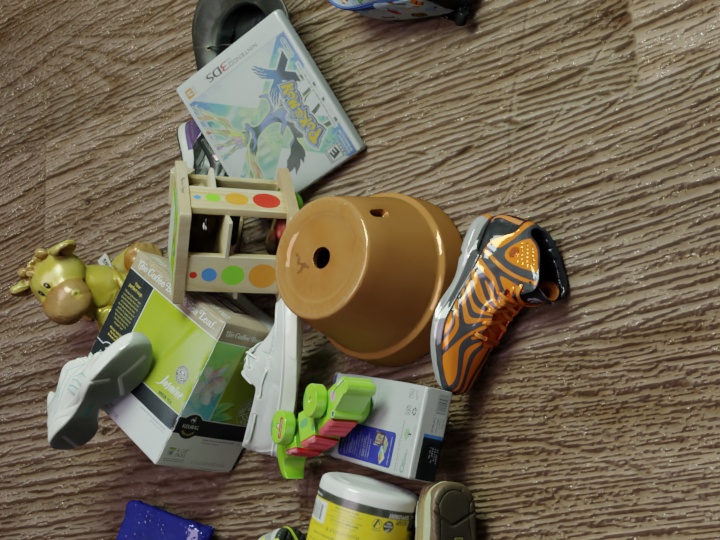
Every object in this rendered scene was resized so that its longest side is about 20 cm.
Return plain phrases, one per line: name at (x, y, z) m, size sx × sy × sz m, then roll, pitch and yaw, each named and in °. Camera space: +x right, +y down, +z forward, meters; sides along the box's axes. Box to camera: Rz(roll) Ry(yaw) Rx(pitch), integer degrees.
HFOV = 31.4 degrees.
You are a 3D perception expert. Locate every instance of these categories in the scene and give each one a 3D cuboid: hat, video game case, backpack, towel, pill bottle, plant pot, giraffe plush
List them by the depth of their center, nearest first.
pill bottle at (-0.011, 0.326, 1.373) m, size 0.111 × 0.111 × 0.201 m, roll 13°, pitch 89°, yaw 42°
plant pot at (0.000, 0.000, 1.432) m, size 0.200 × 0.140 × 0.201 m, roll -11°, pitch 72°, yaw 37°
backpack at (0.033, -0.382, 1.506) m, size 0.190 × 0.154 × 0.201 m, roll -6°, pitch 78°, yaw 50°
video game case at (-0.114, -0.190, 1.593) m, size 0.182 × 0.022 × 0.200 m, roll -32°, pitch 90°, yaw 29°
towel at (-0.259, 0.402, 1.613) m, size 0.147 × 0.050 × 0.201 m, roll 12°, pitch 86°, yaw 35°
hat at (-0.132, -0.288, 1.660) m, size 0.200 × 0.081 × 0.201 m, roll 3°, pitch 95°, yaw 42°
giraffe plush at (-0.369, 0.023, 1.723) m, size 0.200 × 0.162 × 0.173 m, roll 36°, pitch 103°, yaw 40°

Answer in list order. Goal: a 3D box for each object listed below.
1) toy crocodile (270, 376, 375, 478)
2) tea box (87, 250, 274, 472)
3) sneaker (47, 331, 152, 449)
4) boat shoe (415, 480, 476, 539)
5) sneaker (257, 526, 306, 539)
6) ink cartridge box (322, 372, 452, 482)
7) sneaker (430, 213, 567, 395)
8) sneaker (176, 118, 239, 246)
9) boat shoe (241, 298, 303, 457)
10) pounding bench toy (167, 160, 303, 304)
toy crocodile at (-0.043, 0.172, 1.421) m, size 0.200 × 0.067 × 0.062 m, roll -43°, pitch 45°, yaw 46°
tea box at (-0.218, 0.112, 1.592) m, size 0.200 × 0.133 × 0.197 m, roll 36°, pitch 103°, yaw 40°
sneaker at (-0.325, 0.130, 1.544) m, size 0.200 × 0.070 × 0.080 m, roll -45°, pitch 52°, yaw 26°
boat shoe at (0.084, 0.321, 1.334) m, size 0.076 × 0.071 × 0.201 m, roll 165°, pitch 112°, yaw -65°
sneaker at (-0.094, 0.398, 1.460) m, size 0.076 × 0.075 × 0.201 m, roll -25°, pitch 53°, yaw 41°
ink cartridge box at (0.025, 0.169, 1.409) m, size 0.200 × 0.039 × 0.100 m, roll 4°, pitch 81°, yaw 60°
sneaker at (0.146, 0.040, 1.338) m, size 0.112 × 0.077 × 0.201 m, roll 12°, pitch 87°, yaw 43°
sneaker at (-0.181, -0.130, 1.667) m, size 0.087 × 0.076 × 0.200 m, roll -30°, pitch 61°, yaw 25°
boat shoe at (-0.106, 0.122, 1.502) m, size 0.068 × 0.072 × 0.201 m, roll 7°, pitch 111°, yaw 1°
pounding bench toy at (-0.151, -0.064, 1.551) m, size 0.200 × 0.156 × 0.125 m, roll -107°, pitch 23°, yaw -55°
